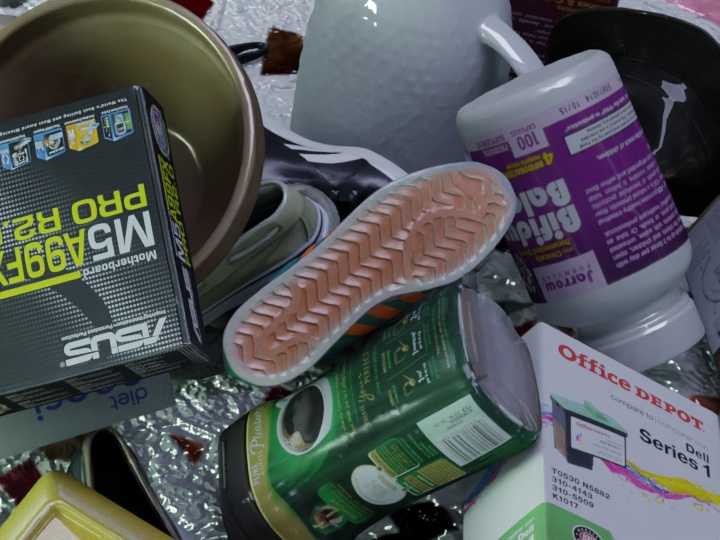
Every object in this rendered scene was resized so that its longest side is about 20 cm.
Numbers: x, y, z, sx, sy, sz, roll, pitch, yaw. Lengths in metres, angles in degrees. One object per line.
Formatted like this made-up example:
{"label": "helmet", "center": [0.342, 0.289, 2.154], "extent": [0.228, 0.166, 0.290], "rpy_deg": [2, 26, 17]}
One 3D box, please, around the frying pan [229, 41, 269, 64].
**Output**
{"label": "frying pan", "center": [-0.148, -0.131, 1.944], "extent": [0.190, 0.031, 0.115], "rpy_deg": [-4, 45, -13]}

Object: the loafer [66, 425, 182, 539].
{"label": "loafer", "center": [-0.129, 0.175, 1.582], "extent": [0.072, 0.063, 0.200], "rpy_deg": [-10, 46, -25]}

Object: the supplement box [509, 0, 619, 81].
{"label": "supplement box", "center": [0.136, -0.222, 1.975], "extent": [0.110, 0.200, 0.086], "rpy_deg": [12, 41, 0]}

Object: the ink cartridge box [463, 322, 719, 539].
{"label": "ink cartridge box", "center": [0.141, 0.148, 1.623], "extent": [0.145, 0.084, 0.200], "rpy_deg": [28, 37, -21]}

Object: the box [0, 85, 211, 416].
{"label": "box", "center": [-0.197, -0.003, 1.551], "extent": [0.200, 0.044, 0.160], "rpy_deg": [-14, 72, 11]}

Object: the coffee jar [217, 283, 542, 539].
{"label": "coffee jar", "center": [0.006, 0.099, 1.610], "extent": [0.085, 0.200, 0.104], "rpy_deg": [41, 29, -34]}

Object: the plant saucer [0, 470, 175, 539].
{"label": "plant saucer", "center": [-0.154, 0.218, 1.498], "extent": [0.200, 0.048, 0.200], "rpy_deg": [29, 63, 18]}

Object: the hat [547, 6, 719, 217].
{"label": "hat", "center": [0.186, -0.089, 1.859], "extent": [0.201, 0.201, 0.081], "rpy_deg": [34, 59, 23]}

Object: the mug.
{"label": "mug", "center": [0.053, -0.142, 1.887], "extent": [0.200, 0.175, 0.148], "rpy_deg": [35, 47, 24]}

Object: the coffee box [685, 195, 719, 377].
{"label": "coffee box", "center": [0.294, 0.041, 1.789], "extent": [0.114, 0.080, 0.200], "rpy_deg": [20, 36, -29]}

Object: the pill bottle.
{"label": "pill bottle", "center": [0.149, -0.033, 1.775], "extent": [0.112, 0.112, 0.200], "rpy_deg": [-30, 99, -37]}

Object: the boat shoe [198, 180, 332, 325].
{"label": "boat shoe", "center": [-0.114, 0.001, 1.687], "extent": [0.200, 0.062, 0.072], "rpy_deg": [-30, 48, 10]}

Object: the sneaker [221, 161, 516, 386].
{"label": "sneaker", "center": [0.000, 0.000, 1.623], "extent": [0.200, 0.080, 0.071], "rpy_deg": [-32, 92, -8]}

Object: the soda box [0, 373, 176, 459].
{"label": "soda box", "center": [-0.216, 0.072, 1.623], "extent": [0.200, 0.068, 0.063], "rpy_deg": [-16, 14, -9]}

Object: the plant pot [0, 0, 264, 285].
{"label": "plant pot", "center": [-0.145, -0.060, 1.625], "extent": [0.201, 0.093, 0.201], "rpy_deg": [-4, 75, 14]}

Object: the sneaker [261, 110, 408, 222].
{"label": "sneaker", "center": [-0.055, -0.040, 1.837], "extent": [0.200, 0.073, 0.112], "rpy_deg": [24, 46, 26]}

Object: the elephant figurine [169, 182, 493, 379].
{"label": "elephant figurine", "center": [-0.039, 0.016, 1.742], "extent": [0.200, 0.142, 0.155], "rpy_deg": [15, 10, 27]}

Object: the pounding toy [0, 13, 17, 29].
{"label": "pounding toy", "center": [-0.263, -0.033, 1.709], "extent": [0.142, 0.184, 0.200], "rpy_deg": [7, 40, 17]}
